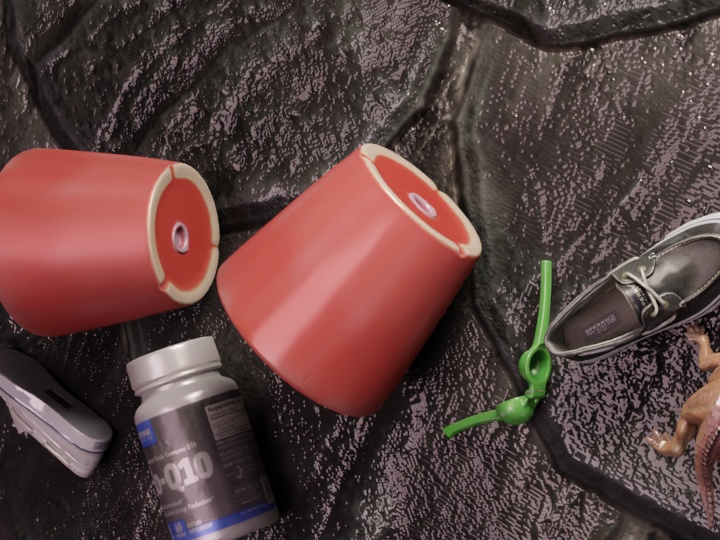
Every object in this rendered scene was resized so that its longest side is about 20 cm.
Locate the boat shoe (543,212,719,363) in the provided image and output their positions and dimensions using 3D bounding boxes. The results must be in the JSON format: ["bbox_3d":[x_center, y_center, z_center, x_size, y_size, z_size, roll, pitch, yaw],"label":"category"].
[{"bbox_3d":[0.238,0.024,1.192,0.200,0.071,0.073,-41,74,31],"label":"boat shoe"}]

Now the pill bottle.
[{"bbox_3d":[-0.165,0.177,1.467,0.113,0.113,0.202,-23,83,34],"label":"pill bottle"}]

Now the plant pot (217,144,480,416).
[{"bbox_3d":[0.000,0.000,1.283,0.178,0.200,0.201,-47,70,18],"label":"plant pot"}]

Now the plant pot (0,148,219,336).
[{"bbox_3d":[-0.252,-0.032,1.461,0.175,0.200,0.203,-2,96,24],"label":"plant pot"}]

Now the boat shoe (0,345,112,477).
[{"bbox_3d":[-0.368,0.160,1.630,0.199,0.073,0.066,37,111,26],"label":"boat shoe"}]

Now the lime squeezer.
[{"bbox_3d":[0.144,0.092,1.297,0.201,0.037,0.071,-63,32,25],"label":"lime squeezer"}]

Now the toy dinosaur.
[{"bbox_3d":[0.297,0.092,1.116,0.085,0.201,0.136,31,157,-2],"label":"toy dinosaur"}]
